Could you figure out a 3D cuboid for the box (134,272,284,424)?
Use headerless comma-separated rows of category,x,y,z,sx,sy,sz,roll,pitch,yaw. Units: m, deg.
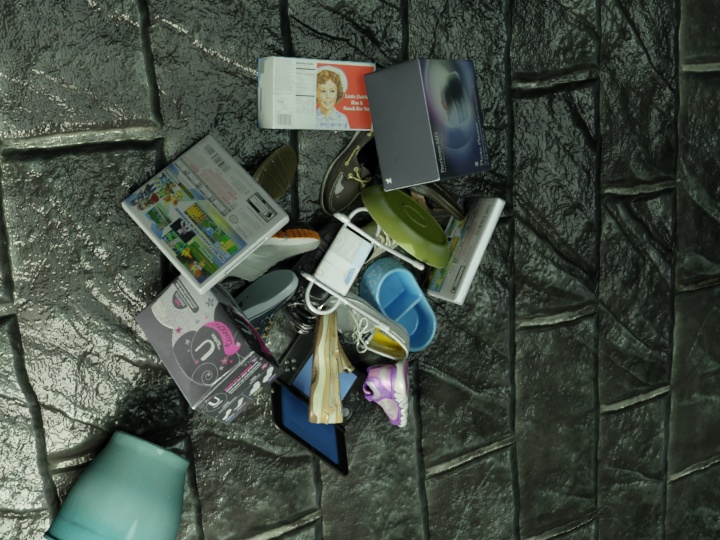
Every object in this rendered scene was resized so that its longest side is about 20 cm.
box,-0.235,0.113,1.333,0.132,0.200,0.115,-42,152,2

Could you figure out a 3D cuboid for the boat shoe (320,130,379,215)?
boat shoe,-0.003,-0.186,1.521,0.071,0.060,0.204,34,82,-32

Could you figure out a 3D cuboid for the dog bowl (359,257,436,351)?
dog bowl,0.078,0.071,1.633,0.111,0.049,0.202,-40,118,-18

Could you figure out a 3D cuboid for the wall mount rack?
wall mount rack,0.000,0.000,1.434,0.172,0.075,0.202,31,87,-12

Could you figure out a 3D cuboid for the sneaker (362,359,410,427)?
sneaker,0.049,0.230,1.613,0.086,0.082,0.201,0,147,6

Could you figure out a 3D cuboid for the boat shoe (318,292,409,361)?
boat shoe,0.004,0.111,1.551,0.200,0.087,0.075,31,113,-19

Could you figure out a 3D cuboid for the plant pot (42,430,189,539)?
plant pot,-0.367,0.364,1.354,0.199,0.198,0.191,33,68,-32

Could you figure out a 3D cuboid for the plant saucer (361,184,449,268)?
plant saucer,0.087,-0.086,1.498,0.198,0.201,0.031,27,116,-33

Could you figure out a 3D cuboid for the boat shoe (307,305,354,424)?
boat shoe,-0.047,0.165,1.497,0.074,0.072,0.205,5,82,-5

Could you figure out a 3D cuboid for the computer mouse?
computer mouse,-0.077,-0.002,1.493,0.138,0.053,0.200,44,86,4

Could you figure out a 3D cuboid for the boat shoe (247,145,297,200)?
boat shoe,-0.180,-0.134,1.422,0.202,0.065,0.072,-57,140,-27

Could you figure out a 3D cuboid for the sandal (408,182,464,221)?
sandal,0.109,-0.146,1.593,0.198,0.082,0.055,27,117,-24

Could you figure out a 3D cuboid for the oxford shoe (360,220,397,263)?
oxford shoe,0.037,-0.063,1.576,0.198,0.057,0.077,-26,111,-26

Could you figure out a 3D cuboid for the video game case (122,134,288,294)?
video game case,-0.241,-0.092,1.335,0.182,0.022,0.200,-41,74,-16

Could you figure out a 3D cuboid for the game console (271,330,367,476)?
game console,-0.063,0.235,1.543,0.200,0.116,0.177,42,79,-31

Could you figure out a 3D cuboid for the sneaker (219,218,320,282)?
sneaker,-0.165,-0.029,1.449,0.196,0.076,0.094,-6,121,-11

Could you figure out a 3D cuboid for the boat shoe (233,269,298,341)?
boat shoe,-0.172,0.080,1.447,0.198,0.071,0.091,-32,126,12

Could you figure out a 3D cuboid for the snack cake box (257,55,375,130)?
snack cake box,-0.073,-0.298,1.451,0.197,0.067,0.118,-4,101,-31

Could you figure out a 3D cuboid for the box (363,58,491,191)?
box,0.121,-0.254,1.486,0.197,0.121,0.204,-18,98,-52

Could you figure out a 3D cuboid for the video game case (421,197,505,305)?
video game case,0.188,-0.041,1.598,0.022,0.182,0.203,23,88,-16
